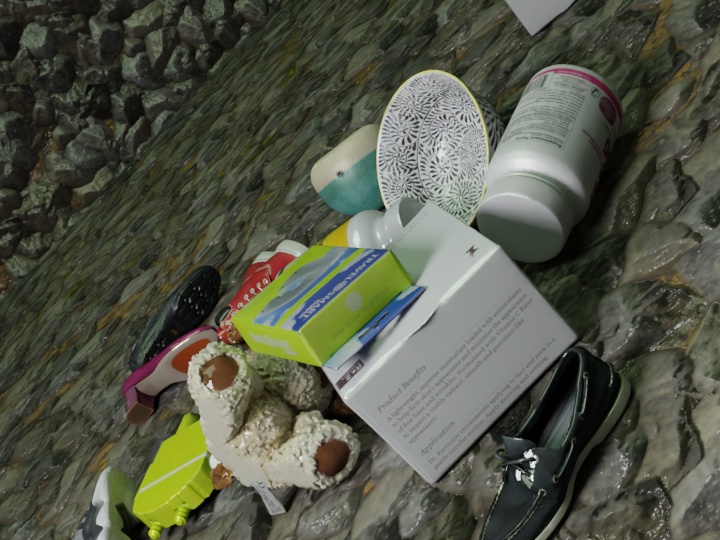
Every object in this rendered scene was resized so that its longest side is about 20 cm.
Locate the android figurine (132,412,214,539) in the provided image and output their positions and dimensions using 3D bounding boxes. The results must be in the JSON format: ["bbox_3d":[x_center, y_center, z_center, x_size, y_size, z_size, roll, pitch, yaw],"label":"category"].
[{"bbox_3d":[-0.207,0.238,1.541,0.181,0.041,0.201,-33,24,29],"label":"android figurine"}]

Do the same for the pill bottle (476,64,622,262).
[{"bbox_3d":[0.197,-0.112,1.336,0.113,0.113,0.201,-21,32,46],"label":"pill bottle"}]

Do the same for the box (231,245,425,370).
[{"bbox_3d":[-0.036,0.032,1.214,0.122,0.048,0.199,-42,19,-19],"label":"box"}]

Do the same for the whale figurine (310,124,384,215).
[{"bbox_3d":[0.016,-0.139,1.773,0.158,0.104,0.200,-35,-1,25],"label":"whale figurine"}]

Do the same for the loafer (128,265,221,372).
[{"bbox_3d":[-0.286,0.075,1.939,0.070,0.068,0.202,8,59,53],"label":"loafer"}]

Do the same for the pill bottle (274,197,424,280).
[{"bbox_3d":[0.000,0.000,1.485,0.199,0.112,0.113,-34,23,31],"label":"pill bottle"}]

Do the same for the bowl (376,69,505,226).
[{"bbox_3d":[0.115,-0.131,1.503,0.200,0.093,0.204,5,97,52],"label":"bowl"}]

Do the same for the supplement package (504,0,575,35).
[{"bbox_3d":[0.244,-0.447,1.844,0.121,0.120,0.201,-38,23,14],"label":"supplement package"}]

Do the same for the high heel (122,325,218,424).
[{"bbox_3d":[-0.274,0.126,1.819,0.200,0.067,0.097,-41,32,19],"label":"high heel"}]

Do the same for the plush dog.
[{"bbox_3d":[-0.088,0.140,1.355,0.172,0.199,0.161,-57,3,-42],"label":"plush dog"}]

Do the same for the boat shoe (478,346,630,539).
[{"bbox_3d":[0.144,0.146,1.031,0.200,0.066,0.074,-51,23,-15],"label":"boat shoe"}]

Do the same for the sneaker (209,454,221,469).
[{"bbox_3d":[-0.127,0.153,1.481,0.088,0.075,0.201,-16,32,27],"label":"sneaker"}]

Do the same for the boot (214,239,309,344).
[{"bbox_3d":[-0.128,0.038,1.723,0.145,0.072,0.199,-54,15,-22],"label":"boot"}]

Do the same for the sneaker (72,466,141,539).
[{"bbox_3d":[-0.328,0.326,1.551,0.113,0.076,0.201,-37,25,12],"label":"sneaker"}]

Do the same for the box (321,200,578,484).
[{"bbox_3d":[0.069,0.062,1.232,0.199,0.131,0.200,-44,21,0],"label":"box"}]
